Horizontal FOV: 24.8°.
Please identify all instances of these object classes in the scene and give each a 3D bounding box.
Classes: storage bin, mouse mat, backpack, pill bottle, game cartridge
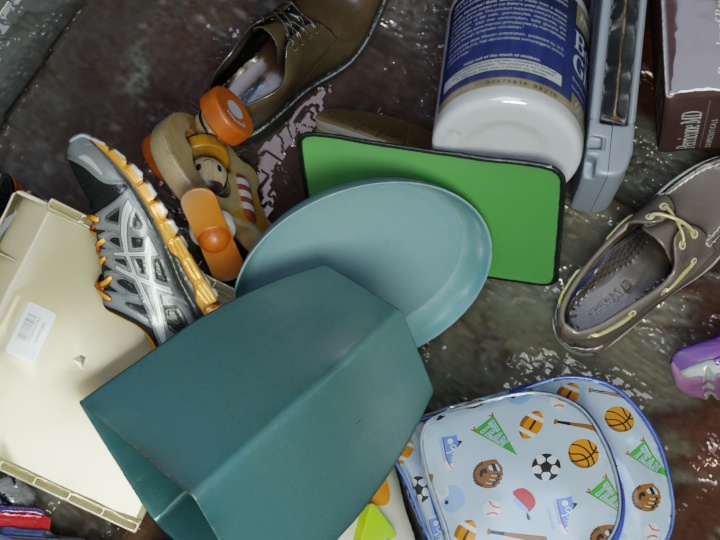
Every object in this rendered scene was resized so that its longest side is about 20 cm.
[{"bbox_3d":[-0.215,0.068,1.253,0.198,0.094,0.200,27,85,-8],"label":"storage bin"},{"bbox_3d":[0.054,-0.044,1.238,0.200,0.161,0.008,10,59,10],"label":"mouse mat"},{"bbox_3d":[0.131,0.164,1.195,0.190,0.154,0.200,-17,75,-6],"label":"backpack"},{"bbox_3d":[0.117,-0.159,1.240,0.111,0.111,0.200,2,50,9],"label":"pill bottle"},{"bbox_3d":[0.189,-0.151,1.245,0.041,0.133,0.200,6,79,7],"label":"game cartridge"}]

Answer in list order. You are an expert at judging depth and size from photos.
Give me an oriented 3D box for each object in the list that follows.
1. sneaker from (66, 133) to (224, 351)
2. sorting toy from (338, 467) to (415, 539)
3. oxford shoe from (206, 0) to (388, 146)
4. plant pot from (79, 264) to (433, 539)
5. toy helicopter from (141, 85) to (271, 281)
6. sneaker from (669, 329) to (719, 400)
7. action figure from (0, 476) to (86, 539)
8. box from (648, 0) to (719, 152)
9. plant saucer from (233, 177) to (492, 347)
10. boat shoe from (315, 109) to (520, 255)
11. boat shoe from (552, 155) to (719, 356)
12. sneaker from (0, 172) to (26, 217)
[{"bbox_3d":[-0.161,-0.007,1.180,0.077,0.078,0.200,-30,95,-5],"label":"sneaker"},{"bbox_3d":[-0.029,0.241,1.239,0.200,0.107,0.180,-35,96,1],"label":"sorting toy"},{"bbox_3d":[-0.046,-0.187,1.313,0.073,0.084,0.200,39,86,14],"label":"oxford shoe"},{"bbox_3d":[-0.057,0.101,1.141,0.200,0.141,0.141,-41,45,-20],"label":"plant pot"},{"bbox_3d":[-0.090,-0.036,1.257,0.079,0.132,0.200,-33,111,20],"label":"toy helicopter"},{"bbox_3d":[0.320,0.031,1.228,0.200,0.080,0.089,-21,71,-1],"label":"sneaker"},{"bbox_3d":[-0.302,0.249,1.262,0.200,0.105,0.194,15,76,-14],"label":"action figure"},{"bbox_3d":[0.319,-0.189,1.218,0.200,0.166,0.164,-3,80,8],"label":"box"},{"bbox_3d":[0.000,0.000,1.228,0.200,0.200,0.027,-23,48,3],"label":"plant saucer"},{"bbox_3d":[0.050,-0.067,1.283,0.200,0.074,0.069,23,112,13],"label":"boat shoe"},{"bbox_3d":[0.225,-0.015,1.254,0.200,0.060,0.072,-43,76,-1],"label":"boat shoe"},{"bbox_3d":[-0.335,0.010,1.326,0.092,0.076,0.200,9,72,27],"label":"sneaker"}]
